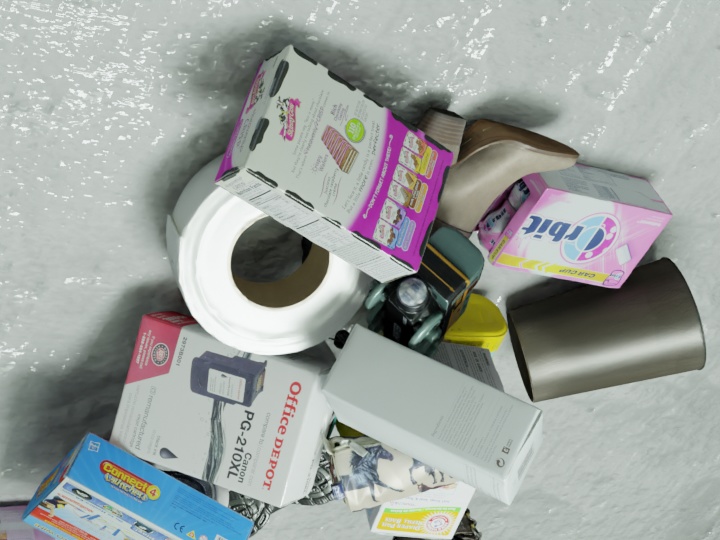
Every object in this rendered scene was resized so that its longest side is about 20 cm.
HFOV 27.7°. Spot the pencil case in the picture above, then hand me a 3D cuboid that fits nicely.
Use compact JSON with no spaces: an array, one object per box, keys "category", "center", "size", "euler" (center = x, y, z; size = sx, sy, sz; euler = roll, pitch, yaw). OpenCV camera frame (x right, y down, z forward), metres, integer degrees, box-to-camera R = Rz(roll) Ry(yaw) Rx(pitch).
[{"category":"pencil case","center":[0.064,0.184,1.493],"size":[0.200,0.078,0.090],"euler":[-17,139,4]}]

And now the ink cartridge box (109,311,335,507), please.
[{"category":"ink cartridge box","center":[-0.137,0.139,1.492],"size":[0.084,0.200,0.145],"euler":[-3,109,-74]}]

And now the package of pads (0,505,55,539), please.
[{"category":"package of pads","center":[-0.455,0.329,1.657],"size":[0.200,0.076,0.121],"euler":[2,135,-29]}]

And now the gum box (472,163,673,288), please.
[{"category":"gum box","center":[0.230,-0.054,1.609],"size":[0.200,0.066,0.114],"euler":[9,127,-33]}]

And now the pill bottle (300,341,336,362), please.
[{"category":"pill bottle","center":[-0.129,0.136,1.593],"size":[0.200,0.112,0.111],"euler":[-35,138,12]}]

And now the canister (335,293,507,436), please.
[{"category":"canister","center":[0.070,0.121,1.698],"size":[0.148,0.087,0.200],"euler":[3,130,-26]}]

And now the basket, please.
[{"category":"basket","center":[0.283,0.076,1.716],"size":[0.200,0.180,0.136],"euler":[-15,100,-1]}]

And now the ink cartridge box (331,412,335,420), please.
[{"category":"ink cartridge box","center":[-0.118,0.204,1.659],"size":[0.200,0.095,0.037],"euler":[-31,103,38]}]

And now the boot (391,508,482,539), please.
[{"category":"boot","center":[0.109,0.266,1.800],"size":[0.200,0.174,0.069],"euler":[-16,138,-11]}]

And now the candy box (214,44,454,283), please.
[{"category":"candy box","center":[-0.021,-0.095,1.346],"size":[0.200,0.137,0.061],"euler":[32,152,-25]}]

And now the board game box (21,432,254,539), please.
[{"category":"board game box","center":[-0.240,0.266,1.550],"size":[0.200,0.056,0.196],"euler":[31,149,-12]}]

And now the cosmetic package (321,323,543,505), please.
[{"category":"cosmetic package","center":[0.070,0.139,1.407],"size":[0.081,0.200,0.113],"euler":[-59,164,-15]}]

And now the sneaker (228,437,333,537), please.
[{"category":"sneaker","center":[-0.085,0.238,1.687],"size":[0.200,0.091,0.076],"euler":[-24,101,14]}]

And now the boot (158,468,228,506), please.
[{"category":"boot","center":[-0.235,0.257,1.636],"size":[0.090,0.073,0.200],"euler":[17,161,-36]}]

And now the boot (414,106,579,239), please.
[{"category":"boot","center":[0.112,-0.081,1.493],"size":[0.200,0.070,0.146],"euler":[13,107,-20]}]

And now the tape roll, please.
[{"category":"tape roll","center":[-0.087,-0.021,1.428],"size":[0.202,0.071,0.203],"euler":[-6,113,-14]}]

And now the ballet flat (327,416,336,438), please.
[{"category":"ballet flat","center":[-0.067,0.188,1.717],"size":[0.065,0.071,0.200],"euler":[4,129,-11]}]

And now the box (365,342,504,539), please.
[{"category":"box","center":[0.076,0.189,1.619],"size":[0.101,0.113,0.200],"euler":[8,124,-18]}]

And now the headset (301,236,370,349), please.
[{"category":"headset","center":[0.000,0.000,1.530],"size":[0.123,0.094,0.200],"euler":[-2,122,-25]}]

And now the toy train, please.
[{"category":"toy train","center":[0.066,0.031,1.458],"size":[0.114,0.085,0.200],"euler":[-44,167,-12]}]
